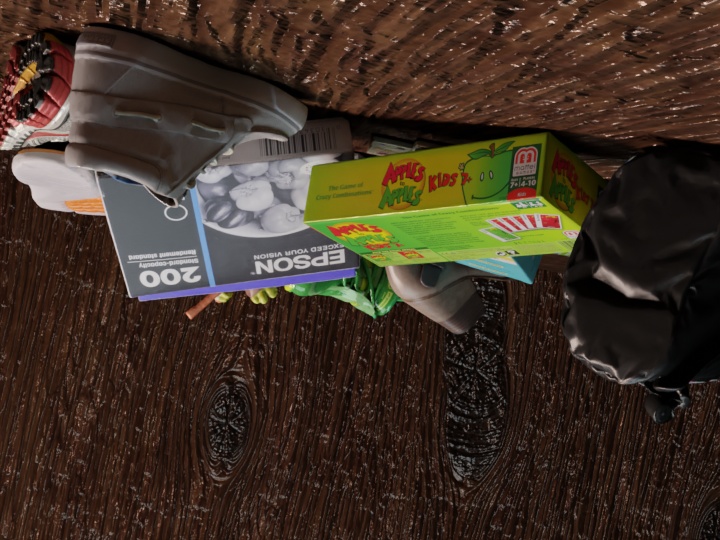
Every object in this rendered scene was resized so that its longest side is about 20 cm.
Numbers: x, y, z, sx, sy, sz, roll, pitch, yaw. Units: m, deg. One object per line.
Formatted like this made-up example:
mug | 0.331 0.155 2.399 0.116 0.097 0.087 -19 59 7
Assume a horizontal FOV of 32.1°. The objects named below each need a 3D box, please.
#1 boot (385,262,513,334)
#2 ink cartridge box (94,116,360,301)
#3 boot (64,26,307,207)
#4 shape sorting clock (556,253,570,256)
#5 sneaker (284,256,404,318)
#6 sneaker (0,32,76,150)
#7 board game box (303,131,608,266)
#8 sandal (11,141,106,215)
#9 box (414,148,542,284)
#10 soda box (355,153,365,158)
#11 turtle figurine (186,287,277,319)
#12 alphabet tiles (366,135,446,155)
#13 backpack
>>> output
boot | 0.098 -0.043 1.214 0.070 0.201 0.147 -1 135 46
ink cartridge box | -0.100 -0.031 1.009 0.196 0.044 0.201 -7 143 -2
boot | -0.116 -0.089 0.833 0.073 0.097 0.199 11 180 39
shape sorting clock | 0.292 -0.030 1.422 0.198 0.040 0.200 11 178 0
sneaker | 0.000 0.000 1.204 0.083 0.074 0.199 37 -161 25
sneaker | -0.214 -0.119 0.905 0.082 0.079 0.200 10 -179 -26
board game box | 0.068 -0.046 0.891 0.199 0.048 0.101 -4 158 37
sandal | -0.235 -0.088 1.033 0.078 0.060 0.207 5 171 -4
box | 0.101 -0.042 1.065 0.082 0.050 0.200 17 173 21
soda box | -0.001 -0.077 1.300 0.063 0.069 0.200 11 179 20
turtle figurine | -0.114 -0.025 1.246 0.064 0.201 0.161 22 164 18
alphabet tiles | 0.104 -0.088 1.074 0.198 0.006 0.166 12 180 -3
backpack | 0.217 -0.002 0.820 0.126 0.168 0.199 34 -165 31
